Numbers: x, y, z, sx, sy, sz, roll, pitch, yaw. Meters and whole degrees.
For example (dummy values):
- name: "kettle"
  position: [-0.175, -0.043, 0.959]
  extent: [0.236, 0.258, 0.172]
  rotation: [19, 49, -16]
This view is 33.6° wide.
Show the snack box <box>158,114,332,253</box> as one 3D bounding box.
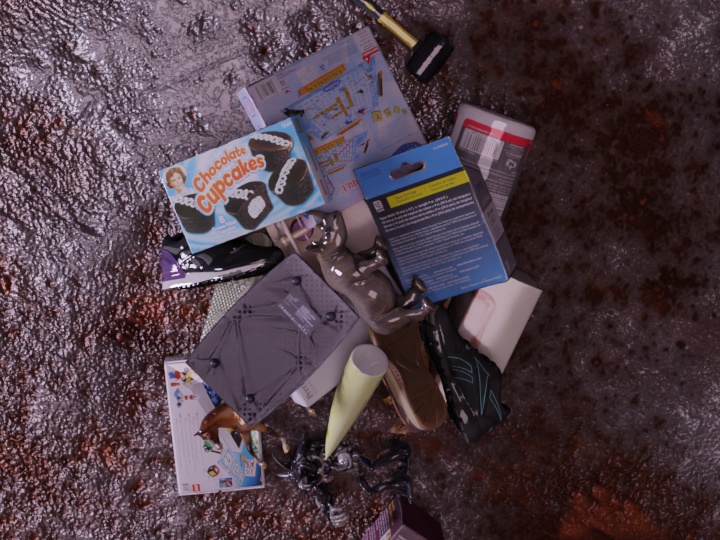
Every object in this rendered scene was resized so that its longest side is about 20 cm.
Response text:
- name: "snack box"
  position: [-0.147, -0.108, 1.510]
  extent: [0.199, 0.037, 0.117]
  rotation: [-19, 98, 21]

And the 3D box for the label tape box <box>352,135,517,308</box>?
- name: "label tape box"
  position: [0.098, -0.067, 1.527]
  extent: [0.144, 0.063, 0.201]
  rotation: [-17, 104, 26]

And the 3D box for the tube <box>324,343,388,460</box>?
- name: "tube"
  position: [-0.016, 0.173, 1.582]
  extent: [0.058, 0.200, 0.052]
  rotation: [-26, 65, -33]

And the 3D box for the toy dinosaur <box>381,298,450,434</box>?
- name: "toy dinosaur"
  position: [0.075, 0.129, 1.650]
  extent: [0.060, 0.106, 0.201]
  rotation: [21, 82, -47]

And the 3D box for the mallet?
- name: "mallet"
  position: [0.040, -0.341, 1.584]
  extent: [0.066, 0.041, 0.200]
  rotation: [-43, 96, 7]

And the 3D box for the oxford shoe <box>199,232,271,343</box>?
- name: "oxford shoe"
  position: [-0.165, 0.045, 1.643]
  extent: [0.058, 0.075, 0.201]
  rotation: [23, 83, -43]

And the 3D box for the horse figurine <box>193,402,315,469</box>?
- name: "horse figurine"
  position: [-0.128, 0.183, 1.656]
  extent: [0.133, 0.050, 0.200]
  rotation: [44, 79, -26]

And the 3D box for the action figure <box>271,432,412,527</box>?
- name: "action figure"
  position: [-0.026, 0.289, 1.687]
  extent: [0.199, 0.102, 0.119]
  rotation: [-2, 114, -3]

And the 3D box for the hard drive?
- name: "hard drive"
  position: [-0.113, 0.088, 1.536]
  extent: [0.135, 0.042, 0.200]
  rotation: [45, 87, -6]

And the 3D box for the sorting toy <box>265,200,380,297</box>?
- name: "sorting toy"
  position: [-0.035, -0.076, 1.612]
  extent: [0.179, 0.107, 0.201]
  rotation: [-27, 97, -6]

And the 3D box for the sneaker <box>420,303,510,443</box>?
- name: "sneaker"
  position: [0.138, 0.128, 1.577]
  extent: [0.079, 0.075, 0.201]
  rotation: [-23, 110, -8]

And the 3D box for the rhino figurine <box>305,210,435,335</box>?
- name: "rhino figurine"
  position: [0.000, 0.000, 1.511]
  extent: [0.087, 0.060, 0.200]
  rotation: [-41, 96, 19]

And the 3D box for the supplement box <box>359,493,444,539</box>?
- name: "supplement box"
  position: [0.030, 0.439, 1.715]
  extent: [0.086, 0.110, 0.200]
  rotation: [37, 99, -10]

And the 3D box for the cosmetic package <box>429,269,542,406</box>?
- name: "cosmetic package"
  position: [0.163, 0.088, 1.648]
  extent: [0.087, 0.103, 0.201]
  rotation: [23, 99, -8]

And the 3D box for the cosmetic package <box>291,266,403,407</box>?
- name: "cosmetic package"
  position: [-0.031, 0.084, 1.624]
  extent: [0.200, 0.071, 0.102]
  rotation: [-38, 102, -14]

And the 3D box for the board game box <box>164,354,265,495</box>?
- name: "board game box"
  position: [-0.206, 0.216, 1.696]
  extent: [0.125, 0.035, 0.201]
  rotation: [-4, 102, -3]

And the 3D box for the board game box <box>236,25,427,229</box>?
- name: "board game box"
  position: [-0.030, -0.188, 1.562]
  extent: [0.199, 0.041, 0.200]
  rotation: [-30, 97, -22]

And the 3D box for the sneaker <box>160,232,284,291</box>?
- name: "sneaker"
  position: [-0.193, -0.027, 1.589]
  extent: [0.199, 0.076, 0.088]
  rotation: [-10, 88, 32]

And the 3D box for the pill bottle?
- name: "pill bottle"
  position: [0.152, -0.114, 1.597]
  extent: [0.110, 0.111, 0.201]
  rotation: [18, 101, -6]

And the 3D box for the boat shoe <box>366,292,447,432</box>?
- name: "boat shoe"
  position: [0.047, 0.121, 1.580]
  extent: [0.072, 0.072, 0.201]
  rotation: [-22, 84, -31]
